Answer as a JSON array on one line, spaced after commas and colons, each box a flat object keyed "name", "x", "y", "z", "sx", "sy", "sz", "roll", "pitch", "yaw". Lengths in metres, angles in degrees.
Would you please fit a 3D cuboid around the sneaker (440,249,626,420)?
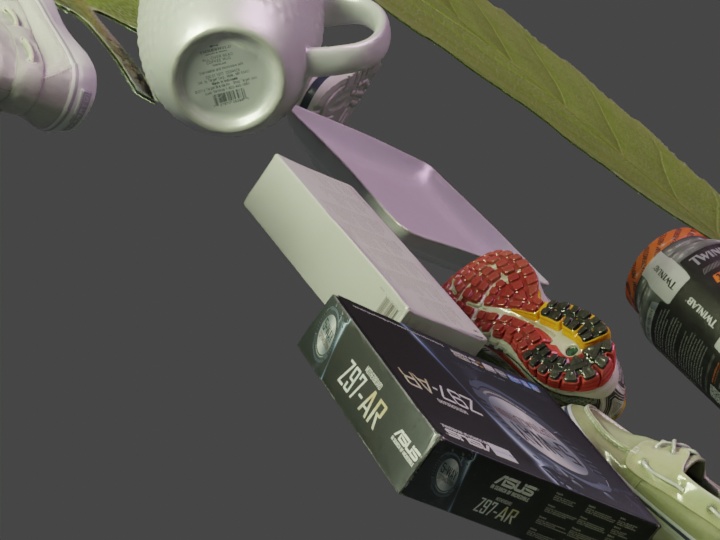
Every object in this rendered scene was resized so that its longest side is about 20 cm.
[{"name": "sneaker", "x": 0.125, "y": 0.054, "z": 1.523, "sx": 0.200, "sy": 0.078, "sz": 0.082, "roll": 44, "pitch": -13, "yaw": 49}]

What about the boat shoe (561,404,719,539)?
[{"name": "boat shoe", "x": 0.214, "y": 0.150, "z": 1.399, "sx": 0.200, "sy": 0.062, "sz": 0.072, "roll": 42, "pitch": 16, "yaw": 30}]

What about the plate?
[{"name": "plate", "x": 0.041, "y": -0.055, "z": 1.731, "sx": 0.200, "sy": 0.032, "sz": 0.200, "roll": 20, "pitch": 21, "yaw": -46}]

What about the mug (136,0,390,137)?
[{"name": "mug", "x": -0.076, "y": -0.184, "z": 1.588, "sx": 0.199, "sy": 0.148, "sz": 0.175, "roll": -1, "pitch": 30, "yaw": -1}]

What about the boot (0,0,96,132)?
[{"name": "boot", "x": -0.250, "y": -0.161, "z": 1.328, "sx": 0.095, "sy": 0.074, "sz": 0.200, "roll": 17, "pitch": 18, "yaw": -39}]

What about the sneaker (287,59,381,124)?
[{"name": "sneaker", "x": -0.040, "y": -0.178, "z": 1.875, "sx": 0.080, "sy": 0.077, "sz": 0.200, "roll": 28, "pitch": 12, "yaw": 9}]

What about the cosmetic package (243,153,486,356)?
[{"name": "cosmetic package", "x": 0.000, "y": 0.000, "z": 1.420, "sx": 0.082, "sy": 0.051, "sz": 0.200, "roll": 20, "pitch": 21, "yaw": -41}]

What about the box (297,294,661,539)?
[{"name": "box", "x": 0.073, "y": 0.103, "z": 1.267, "sx": 0.200, "sy": 0.044, "sz": 0.160, "roll": 25, "pitch": 17, "yaw": -36}]

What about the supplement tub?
[{"name": "supplement tub", "x": 0.342, "y": 0.054, "z": 1.883, "sx": 0.122, "sy": 0.123, "sz": 0.200, "roll": 19, "pitch": 21, "yaw": -48}]
